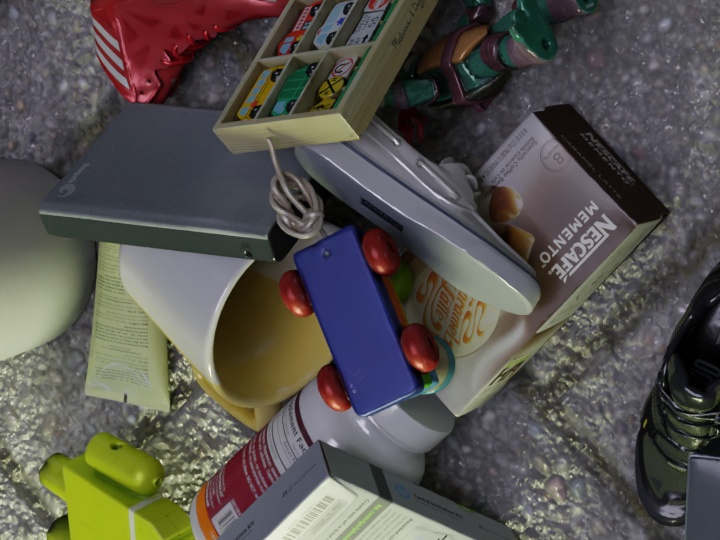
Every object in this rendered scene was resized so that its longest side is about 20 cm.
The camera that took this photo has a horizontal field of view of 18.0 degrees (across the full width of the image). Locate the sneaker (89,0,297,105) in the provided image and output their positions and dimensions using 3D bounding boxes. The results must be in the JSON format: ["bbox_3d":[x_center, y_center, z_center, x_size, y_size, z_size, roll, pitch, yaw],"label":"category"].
[{"bbox_3d":[-0.121,-0.180,1.729,0.200,0.078,0.116,12,111,36],"label":"sneaker"}]

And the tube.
[{"bbox_3d":[-0.181,0.010,1.791,0.058,0.052,0.201,29,119,60],"label":"tube"}]

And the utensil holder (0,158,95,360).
[{"bbox_3d":[-0.323,-0.001,1.767,0.169,0.200,0.171,4,100,23],"label":"utensil holder"}]

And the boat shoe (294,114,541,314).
[{"bbox_3d":[0.051,-0.049,1.567,0.200,0.074,0.065,38,72,0],"label":"boat shoe"}]

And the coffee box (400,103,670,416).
[{"bbox_3d":[0.109,-0.008,1.628,0.114,0.080,0.200,48,114,12],"label":"coffee box"}]

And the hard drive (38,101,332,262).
[{"bbox_3d":[-0.116,-0.066,1.651,0.199,0.140,0.033,6,131,29],"label":"hard drive"}]

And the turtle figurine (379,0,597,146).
[{"bbox_3d":[0.069,-0.162,1.619,0.200,0.150,0.101,-15,134,45],"label":"turtle figurine"}]

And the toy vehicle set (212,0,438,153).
[{"bbox_3d":[-0.011,-0.167,1.596,0.124,0.200,0.027,-4,136,42],"label":"toy vehicle set"}]

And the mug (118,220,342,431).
[{"bbox_3d":[-0.109,0.018,1.698,0.153,0.149,0.187,33,107,37],"label":"mug"}]

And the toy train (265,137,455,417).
[{"bbox_3d":[0.000,0.000,1.580,0.084,0.116,0.201,-26,79,20],"label":"toy train"}]

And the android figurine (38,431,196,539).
[{"bbox_3d":[-0.177,0.219,1.777,0.200,0.041,0.183,23,127,41],"label":"android figurine"}]

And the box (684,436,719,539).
[{"bbox_3d":[0.294,0.204,1.503,0.123,0.198,0.201,5,99,25],"label":"box"}]

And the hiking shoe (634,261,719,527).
[{"bbox_3d":[0.227,0.087,1.573,0.076,0.101,0.201,20,105,22],"label":"hiking shoe"}]

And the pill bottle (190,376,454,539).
[{"bbox_3d":[-0.026,0.150,1.696,0.200,0.113,0.113,-44,78,23],"label":"pill bottle"}]

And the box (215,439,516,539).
[{"bbox_3d":[-0.003,0.216,1.657,0.156,0.200,0.041,-46,37,23],"label":"box"}]
